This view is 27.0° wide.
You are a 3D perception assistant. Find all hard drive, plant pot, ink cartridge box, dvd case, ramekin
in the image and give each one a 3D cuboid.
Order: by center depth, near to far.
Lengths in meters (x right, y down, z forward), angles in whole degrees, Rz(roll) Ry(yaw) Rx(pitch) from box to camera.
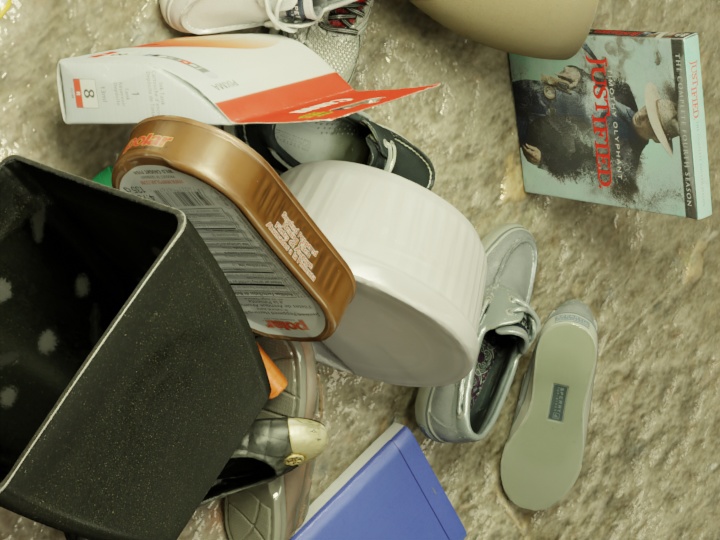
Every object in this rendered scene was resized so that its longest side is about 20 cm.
[{"bbox_3d":[-0.180,0.070,0.980,0.200,0.200,0.177,-57,137,-15],"label":"plant pot"},{"bbox_3d":[-0.071,-0.128,0.980,0.162,0.200,0.050,-27,113,-59],"label":"ink cartridge box"},{"bbox_3d":[0.000,0.000,1.101,0.202,0.202,0.094,38,62,-36],"label":"ramekin"},{"bbox_3d":[0.093,-0.260,1.140,0.134,0.200,0.201,-2,101,-10],"label":"plant pot"},{"bbox_3d":[0.199,-0.124,1.223,0.022,0.200,0.146,-20,111,-34],"label":"dvd case"},{"bbox_3d":[-0.006,0.241,1.242,0.200,0.025,0.132,-43,122,-24],"label":"hard drive"}]

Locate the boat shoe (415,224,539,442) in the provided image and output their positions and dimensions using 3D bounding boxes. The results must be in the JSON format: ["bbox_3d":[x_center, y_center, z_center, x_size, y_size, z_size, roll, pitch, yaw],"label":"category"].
[{"bbox_3d":[0.115,0.054,1.258,0.070,0.071,0.201,36,70,-37],"label":"boat shoe"}]

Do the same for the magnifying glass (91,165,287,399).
[{"bbox_3d":[-0.120,0.010,1.055,0.022,0.080,0.200,-39,104,3],"label":"magnifying glass"}]

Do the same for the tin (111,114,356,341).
[{"bbox_3d":[-0.082,-0.021,0.971,0.200,0.112,0.042,52,56,-39],"label":"tin"}]

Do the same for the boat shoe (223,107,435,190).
[{"bbox_3d":[-0.011,-0.086,1.154,0.200,0.060,0.076,10,92,-39],"label":"boat shoe"}]

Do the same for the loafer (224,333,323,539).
[{"bbox_3d":[-0.062,0.124,1.146,0.063,0.072,0.200,-23,129,-51],"label":"loafer"}]

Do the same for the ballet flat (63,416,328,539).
[{"bbox_3d":[-0.115,0.156,1.072,0.200,0.057,0.067,-20,139,-2],"label":"ballet flat"}]

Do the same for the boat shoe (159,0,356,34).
[{"bbox_3d":[-0.043,-0.202,1.044,0.200,0.069,0.072,-17,147,2],"label":"boat shoe"}]

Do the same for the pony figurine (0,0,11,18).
[{"bbox_3d":[-0.244,-0.270,0.881,0.200,0.167,0.193,41,106,-21],"label":"pony figurine"}]

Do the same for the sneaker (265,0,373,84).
[{"bbox_3d":[-0.016,-0.226,1.110,0.078,0.082,0.200,1,98,-38],"label":"sneaker"}]

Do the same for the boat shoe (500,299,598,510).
[{"bbox_3d":[0.174,0.118,1.325,0.072,0.070,0.201,-57,160,-60],"label":"boat shoe"}]
